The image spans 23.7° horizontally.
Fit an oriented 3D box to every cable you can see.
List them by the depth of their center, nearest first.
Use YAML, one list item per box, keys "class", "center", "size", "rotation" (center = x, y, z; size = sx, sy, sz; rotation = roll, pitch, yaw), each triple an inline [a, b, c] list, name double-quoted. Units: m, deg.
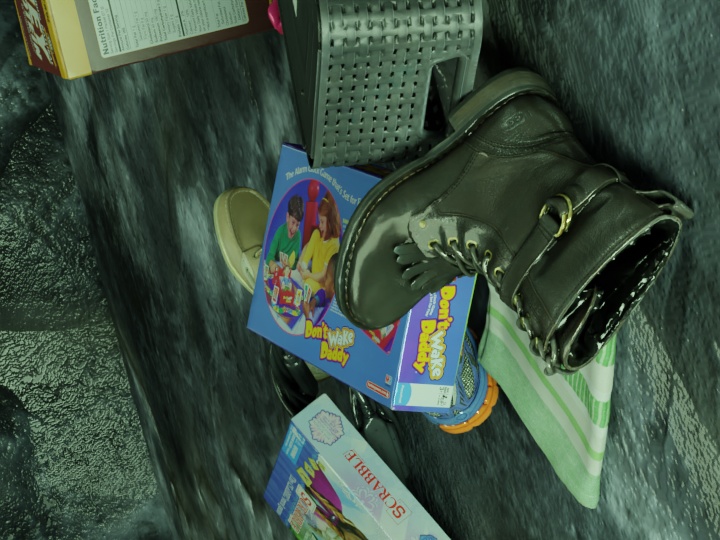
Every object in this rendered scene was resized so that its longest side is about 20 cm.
- class: "cable"
  center: [-0.021, 0.116, 1.484]
  size: [0.163, 0.051, 0.201]
  rotation: [11, 126, 60]

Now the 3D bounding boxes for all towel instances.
- class: "towel"
  center: [0.111, 0.028, 1.052]
  size: [0.153, 0.023, 0.201]
  rotation: [-123, 23, -43]

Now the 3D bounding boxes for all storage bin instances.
- class: "storage bin"
  center: [0.003, -0.174, 1.020]
  size: [0.136, 0.093, 0.201]
  rotation: [96, 165, -54]

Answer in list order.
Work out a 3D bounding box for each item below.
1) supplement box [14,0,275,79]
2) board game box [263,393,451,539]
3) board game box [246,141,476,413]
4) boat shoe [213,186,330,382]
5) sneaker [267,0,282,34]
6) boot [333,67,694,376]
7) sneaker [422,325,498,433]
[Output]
- class: "supplement box"
  center: [-0.188, -0.256, 1.465]
  size: [0.197, 0.199, 0.134]
  rotation: [-153, 49, -68]
- class: "board game box"
  center: [0.005, 0.223, 1.442]
  size: [0.200, 0.041, 0.200]
  rotation: [48, 156, 14]
- class: "board game box"
  center: [0.000, 0.000, 1.128]
  size: [0.200, 0.045, 0.135]
  rotation: [25, 106, 57]
- class: "boat shoe"
  center: [-0.070, 0.003, 1.560]
  size: [0.201, 0.072, 0.065]
  rotation: [63, 156, 16]
- class: "sneaker"
  center: [-0.028, -0.248, 1.166]
  size: [0.081, 0.074, 0.201]
  rotation: [-128, 28, -52]
- class: "boot"
  center: [0.074, -0.003, 0.930]
  size: [0.200, 0.069, 0.174]
  rotation: [-52, 39, 20]
- class: "sneaker"
  center: [0.029, 0.016, 1.189]
  size: [0.200, 0.075, 0.078]
  rotation: [58, -169, 23]
